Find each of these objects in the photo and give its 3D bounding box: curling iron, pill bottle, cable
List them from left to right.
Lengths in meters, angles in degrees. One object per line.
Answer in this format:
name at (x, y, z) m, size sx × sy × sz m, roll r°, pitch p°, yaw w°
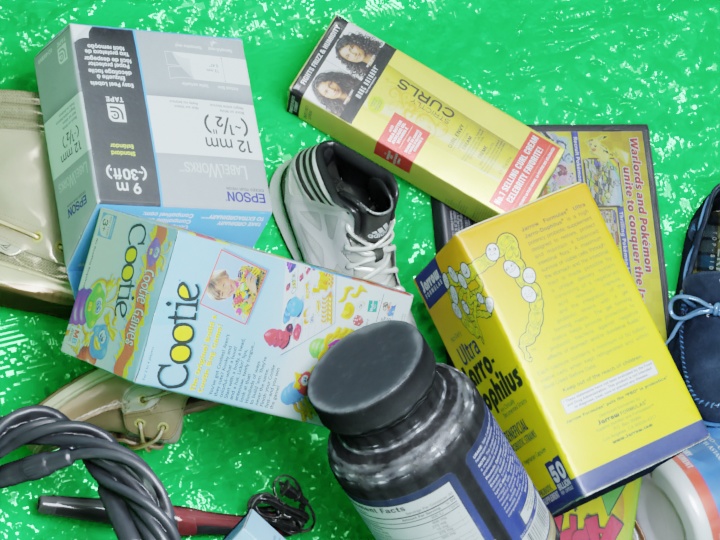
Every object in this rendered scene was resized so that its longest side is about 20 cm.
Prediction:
cable at (-0.197, 0.185, 1.568) m, size 0.199 × 0.051 × 0.164 m, roll 23°, pitch 90°, yaw 17°
curling iron at (-0.129, 0.167, 1.646) m, size 0.199 × 0.026 × 0.050 m, roll 3°, pitch 114°, yaw -13°
pill bottle at (0.047, 0.134, 1.547) m, size 0.112 × 0.112 × 0.200 m, roll -44°, pitch 123°, yaw -21°
pill bottle at (0.307, 0.155, 1.740) m, size 0.199 × 0.112 × 0.113 m, roll -20°, pitch 84°, yaw -21°

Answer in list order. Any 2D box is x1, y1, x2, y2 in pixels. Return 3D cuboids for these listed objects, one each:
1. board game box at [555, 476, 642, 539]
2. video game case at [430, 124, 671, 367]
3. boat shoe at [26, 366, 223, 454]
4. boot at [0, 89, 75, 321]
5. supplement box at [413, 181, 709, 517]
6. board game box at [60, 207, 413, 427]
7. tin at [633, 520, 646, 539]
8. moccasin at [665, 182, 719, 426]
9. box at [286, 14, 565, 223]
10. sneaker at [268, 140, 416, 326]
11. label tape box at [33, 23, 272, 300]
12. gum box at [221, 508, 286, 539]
board game box at (0.152, 0.137, 1.695) m, size 0.101 × 0.048 × 0.201 m, roll 16°, pitch 69°, yaw -12°
video game case at (0.145, -0.012, 1.775) m, size 0.180 × 0.025 × 0.201 m, roll -1°, pitch 77°, yaw -17°
boat shoe at (-0.144, 0.091, 1.636) m, size 0.199 × 0.074 × 0.067 m, roll -23°, pitch 80°, yaw -20°
boot at (-0.192, -0.043, 1.656) m, size 0.199 × 0.073 × 0.156 m, roll 12°, pitch 73°, yaw -11°
supplement box at (0.138, 0.059, 1.630) m, size 0.109 × 0.109 × 0.201 m, roll -22°, pitch 79°, yaw -21°
board game box at (-0.082, 0.036, 1.565) m, size 0.199 × 0.103 × 0.105 m, roll 16°, pitch 90°, yaw -38°
tin at (0.136, 0.253, 1.705) m, size 0.112 × 0.042 × 0.201 m, roll 34°, pitch 70°, yaw -11°
moccasin at (0.262, 0.021, 1.751) m, size 0.080 × 0.068 × 0.201 m, roll -2°, pitch 53°, yaw 4°
box at (0.047, -0.105, 1.731) m, size 0.199 × 0.050 × 0.075 m, roll 32°, pitch 75°, yaw 3°
sneaker at (0.000, 0.000, 1.679) m, size 0.075 × 0.115 × 0.201 m, roll -24°, pitch 86°, yaw -21°
label tape box at (-0.138, -0.065, 1.617) m, size 0.143 × 0.066 × 0.201 m, roll 2°, pitch 67°, yaw -36°
gum box at (-0.058, 0.292, 1.588) m, size 0.200 × 0.045 × 0.170 m, roll 42°, pitch 103°, yaw -5°
